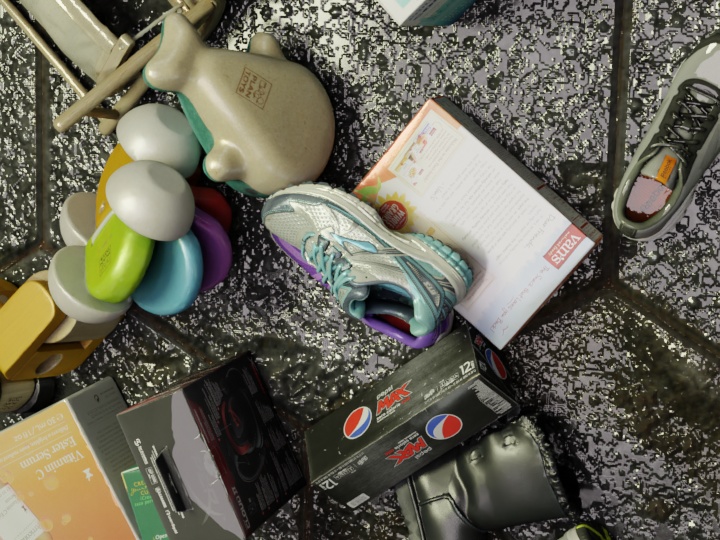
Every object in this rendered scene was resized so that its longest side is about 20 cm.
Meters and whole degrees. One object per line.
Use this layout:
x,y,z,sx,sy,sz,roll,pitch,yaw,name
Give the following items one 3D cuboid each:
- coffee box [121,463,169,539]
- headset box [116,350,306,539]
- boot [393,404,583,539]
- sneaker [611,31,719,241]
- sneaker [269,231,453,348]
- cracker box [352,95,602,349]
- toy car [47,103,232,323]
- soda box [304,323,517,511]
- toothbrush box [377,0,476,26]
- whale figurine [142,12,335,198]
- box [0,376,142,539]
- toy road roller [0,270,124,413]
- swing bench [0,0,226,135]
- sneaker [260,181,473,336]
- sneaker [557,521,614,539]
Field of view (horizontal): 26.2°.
-0.161,0.268,1.504,0.044,0.123,0.200,-16,95,21,coffee box
-0.138,0.171,1.440,0.075,0.200,0.149,-22,92,18,headset box
0.128,0.231,1.437,0.162,0.073,0.198,-21,84,22,boot
0.282,-0.112,1.342,0.074,0.079,0.200,28,103,12,sneaker
0.000,0.000,1.437,0.200,0.083,0.081,35,106,9,sneaker
0.102,-0.045,1.414,0.200,0.058,0.134,43,108,7,cracker box
-0.189,-0.038,1.433,0.150,0.200,0.175,27,124,-22,toy car
0.044,0.137,1.426,0.200,0.071,0.063,-35,127,21,soda box
0.080,-0.286,1.310,0.146,0.200,0.085,-43,85,17,toothbrush box
-0.119,-0.147,1.406,0.104,0.200,0.159,-15,51,49,whale figurine
-0.283,0.233,1.540,0.152,0.106,0.200,-28,89,18,box
-0.348,0.047,1.527,0.200,0.123,0.146,-43,74,18,toy road roller
-0.253,-0.265,1.450,0.200,0.130,0.199,-42,85,12,swing bench
-0.005,-0.009,1.364,0.200,0.086,0.078,24,148,13,sneaker
0.237,0.332,1.430,0.076,0.075,0.200,-36,77,25,sneaker
